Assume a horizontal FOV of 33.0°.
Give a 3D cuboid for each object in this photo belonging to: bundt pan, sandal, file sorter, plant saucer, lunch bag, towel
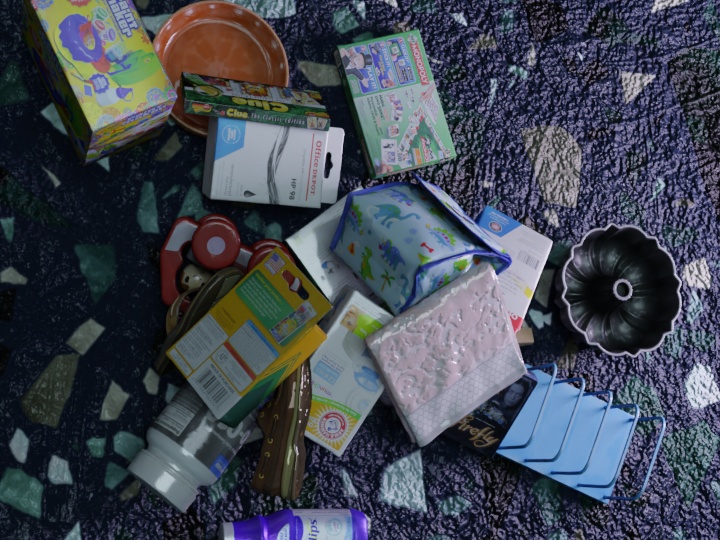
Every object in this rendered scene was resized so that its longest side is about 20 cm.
[{"bbox_3d":[0.376,0.034,1.826,0.201,0.076,0.203,3,80,-17],"label":"bundt pan"},{"bbox_3d":[-0.223,0.061,1.598,0.082,0.200,0.055,-20,65,-48],"label":"sandal"},{"bbox_3d":[0.318,0.235,1.753,0.199,0.123,0.139,26,75,-12],"label":"file sorter"},{"bbox_3d":[-0.202,-0.283,1.726,0.199,0.032,0.202,3,80,-17],"label":"plant saucer"},{"bbox_3d":[0.090,-0.041,1.670,0.199,0.128,0.170,-15,50,-40],"label":"lunch bag"},{"bbox_3d":[0.120,0.114,1.624,0.199,0.032,0.192,-32,120,-15],"label":"towel"}]

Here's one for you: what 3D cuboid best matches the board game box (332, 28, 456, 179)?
[{"bbox_3d":[0.051,-0.247,1.798,0.134,0.029,0.201,-15,86,-19],"label":"board game box"}]

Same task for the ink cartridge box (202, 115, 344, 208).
[{"bbox_3d":[-0.113,-0.152,1.694,0.199,0.067,0.117,4,99,-18],"label":"ink cartridge box"}]

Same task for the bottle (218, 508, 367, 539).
[{"bbox_3d":[-0.091,0.363,1.638,0.199,0.065,0.084,4,81,-16],"label":"bottle"}]

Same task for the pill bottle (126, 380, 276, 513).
[{"bbox_3d":[-0.210,0.210,1.601,0.114,0.114,0.200,39,73,-8],"label":"pill bottle"}]

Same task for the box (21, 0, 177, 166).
[{"bbox_3d":[-0.346,-0.269,1.595,0.121,0.193,0.201,-25,88,-19],"label":"box"}]

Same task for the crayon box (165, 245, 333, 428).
[{"bbox_3d":[-0.133,0.084,1.540,0.200,0.052,0.126,-44,60,0],"label":"crayon box"}]

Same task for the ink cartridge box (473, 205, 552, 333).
[{"bbox_3d":[0.187,0.022,1.752,0.116,0.067,0.201,28,63,-4],"label":"ink cartridge box"}]

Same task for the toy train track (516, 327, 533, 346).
[{"bbox_3d":[0.154,0.101,1.767,0.199,0.033,0.115,0,68,-17],"label":"toy train track"}]

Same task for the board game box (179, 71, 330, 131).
[{"bbox_3d":[-0.146,-0.232,1.670,0.199,0.105,0.024,6,121,-16],"label":"board game box"}]

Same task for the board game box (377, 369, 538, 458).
[{"bbox_3d":[0.133,0.164,1.724,0.199,0.035,0.136,27,103,-11],"label":"board game box"}]

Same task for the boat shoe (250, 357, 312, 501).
[{"bbox_3d":[-0.103,0.191,1.557,0.067,0.072,0.202,6,86,8],"label":"boat shoe"}]

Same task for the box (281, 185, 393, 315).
[{"bbox_3d":[0.000,0.000,1.741,0.144,0.036,0.200,-36,91,-19],"label":"box"}]

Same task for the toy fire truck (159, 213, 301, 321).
[{"bbox_3d":[-0.184,0.022,1.651,0.199,0.112,0.169,25,93,-11],"label":"toy fire truck"}]

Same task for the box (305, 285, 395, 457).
[{"bbox_3d":[-0.025,0.135,1.653,0.112,0.101,0.201,34,88,-9],"label":"box"}]
